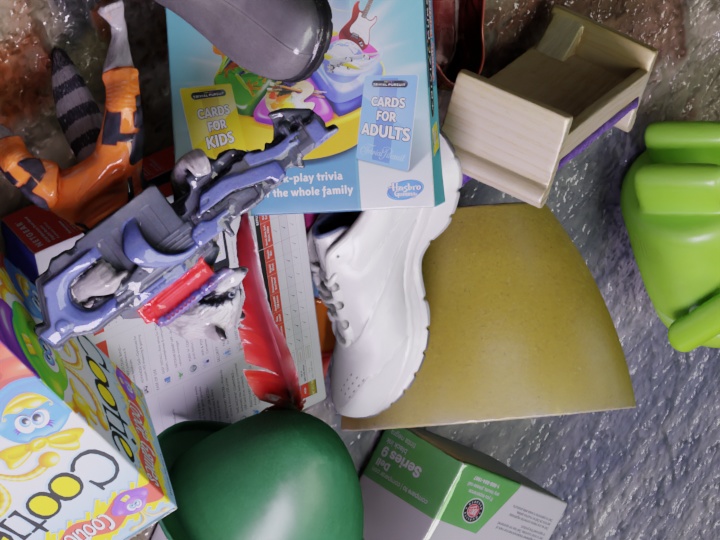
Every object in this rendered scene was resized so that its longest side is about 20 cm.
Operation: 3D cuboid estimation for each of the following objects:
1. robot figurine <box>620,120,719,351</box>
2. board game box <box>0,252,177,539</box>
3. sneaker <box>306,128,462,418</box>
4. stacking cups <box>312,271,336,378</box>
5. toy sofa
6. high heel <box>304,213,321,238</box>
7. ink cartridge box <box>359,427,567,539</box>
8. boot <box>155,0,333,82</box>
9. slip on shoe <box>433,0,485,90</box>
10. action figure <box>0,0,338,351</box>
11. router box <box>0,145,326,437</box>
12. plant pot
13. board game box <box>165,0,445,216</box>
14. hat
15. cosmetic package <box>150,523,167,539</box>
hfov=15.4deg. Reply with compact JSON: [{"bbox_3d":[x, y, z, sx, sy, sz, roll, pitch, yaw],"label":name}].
[{"bbox_3d":[0.261,-0.024,1.987,0.200,0.115,0.176,67,30,-44],"label":"robot figurine"},{"bbox_3d":[-0.206,0.075,1.494,0.103,0.105,0.200,-32,134,9],"label":"board game box"},{"bbox_3d":[0.000,0.000,1.675,0.087,0.074,0.201,-5,114,-33],"label":"sneaker"},{"bbox_3d":[-0.019,-0.006,1.731,0.060,0.060,0.201,-10,119,-44],"label":"stacking cups"},{"bbox_3d":[0.120,-0.098,1.756,0.200,0.083,0.098,-38,149,-61],"label":"toy sofa"},{"bbox_3d":[-0.026,-0.108,1.656,0.096,0.067,0.201,-29,132,-30],"label":"high heel"},{"bbox_3d":[0.041,0.225,1.920,0.146,0.084,0.201,26,93,-52],"label":"ink cartridge box"},{"bbox_3d":[-0.119,-0.161,1.423,0.131,0.200,0.070,-5,124,-49],"label":"boot"},{"bbox_3d":[0.051,-0.204,1.690,0.074,0.061,0.201,-26,129,-33],"label":"slip on shoe"},{"bbox_3d":[-0.112,-0.052,1.485,0.199,0.194,0.105,-29,-179,-1],"label":"action figure"},{"bbox_3d":[-0.116,0.025,1.627,0.179,0.049,0.201,-23,129,-23],"label":"router box"},{"bbox_3d":[0.080,0.030,1.787,0.199,0.199,0.143,-2,86,-47],"label":"plant pot"},{"bbox_3d":[-0.034,-0.133,1.519,0.047,0.150,0.201,-31,118,-79],"label":"board game box"},{"bbox_3d":[-0.018,0.099,1.567,0.199,0.166,0.176,13,128,-45],"label":"hat"},{"bbox_3d":[-0.054,0.228,1.724,0.071,0.200,0.102,15,102,-50],"label":"cosmetic package"}]
